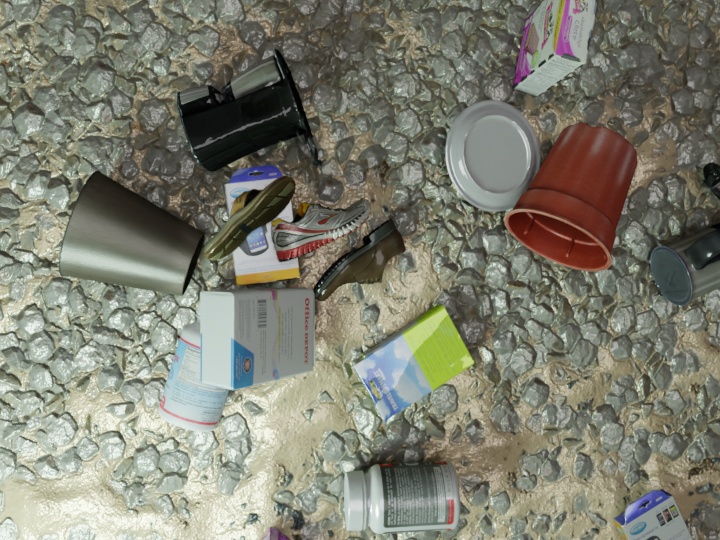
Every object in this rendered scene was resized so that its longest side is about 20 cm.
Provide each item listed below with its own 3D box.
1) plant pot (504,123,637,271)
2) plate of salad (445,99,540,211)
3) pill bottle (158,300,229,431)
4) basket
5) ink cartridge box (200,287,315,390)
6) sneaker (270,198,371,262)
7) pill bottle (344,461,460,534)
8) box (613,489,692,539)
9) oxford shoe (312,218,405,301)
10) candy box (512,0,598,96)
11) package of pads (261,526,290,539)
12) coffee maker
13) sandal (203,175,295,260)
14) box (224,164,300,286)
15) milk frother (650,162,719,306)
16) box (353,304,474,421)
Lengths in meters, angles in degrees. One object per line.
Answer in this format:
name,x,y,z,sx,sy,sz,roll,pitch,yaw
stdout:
plant pot,0.386,-0.136,1.093,0.198,0.201,0.199,30,79,-5
plate of salad,0.243,-0.211,1.140,0.194,0.048,0.207,0,89,-16
pill bottle,-0.268,0.161,1.056,0.106,0.109,0.206,17,88,-6
basket,-0.375,-0.043,1.034,0.195,0.136,0.185,21,89,-9
ink cartridge box,-0.166,0.105,1.023,0.083,0.198,0.149,1,91,36
sneaker,-0.066,-0.088,1.072,0.197,0.077,0.084,-25,98,-26
pill bottle,0.071,0.403,1.092,0.194,0.114,0.118,0,90,-6
box,0.572,0.523,1.178,0.117,0.041,0.204,-26,91,-6
oxford shoe,0.000,0.000,1.103,0.198,0.073,0.085,-37,98,-4
candy box,0.336,-0.404,1.071,0.059,0.200,0.141,12,89,-6
package of pads,-0.171,0.578,1.086,0.120,0.076,0.202,37,87,-8
coffee maker,-0.191,-0.244,1.032,0.195,0.135,0.196,-21,65,6
sandal,-0.196,-0.099,1.049,0.199,0.080,0.054,-41,73,-1
box,-0.176,-0.081,1.100,0.115,0.041,0.207,-6,89,-6
milk frother,0.642,-0.073,1.155,0.184,0.183,0.202,-20,50,-6
box,0.096,0.168,1.126,0.197,0.048,0.124,-31,93,-5
